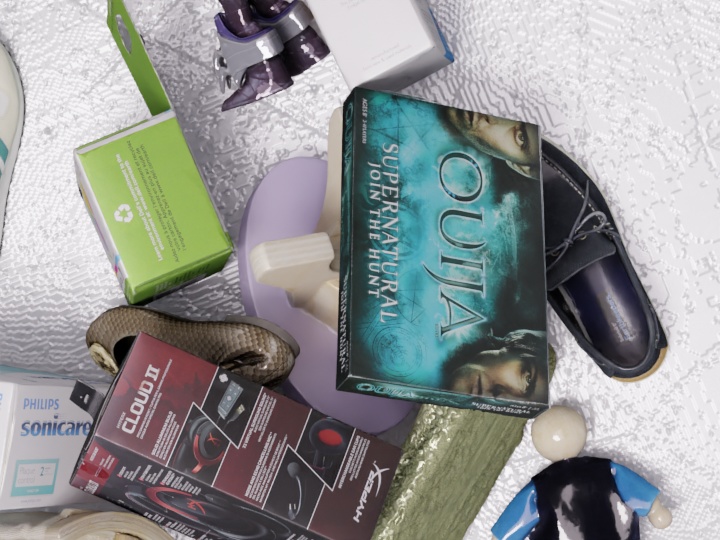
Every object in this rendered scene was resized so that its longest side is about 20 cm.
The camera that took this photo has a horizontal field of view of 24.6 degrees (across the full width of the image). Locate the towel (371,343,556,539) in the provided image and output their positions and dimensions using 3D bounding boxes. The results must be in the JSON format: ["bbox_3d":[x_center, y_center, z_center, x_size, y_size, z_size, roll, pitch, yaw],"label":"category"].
[{"bbox_3d":[0.059,0.129,1.116,0.036,0.148,0.201,32,96,24],"label":"towel"}]

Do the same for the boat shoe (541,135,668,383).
[{"bbox_3d":[0.148,-0.012,1.138,0.074,0.062,0.201,-31,86,9],"label":"boat shoe"}]

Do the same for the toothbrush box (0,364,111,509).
[{"bbox_3d":[-0.278,0.104,1.130,0.199,0.146,0.086,6,88,24],"label":"toothbrush box"}]

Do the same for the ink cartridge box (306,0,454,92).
[{"bbox_3d":[-0.013,-0.222,1.125,0.068,0.115,0.201,-26,88,9],"label":"ink cartridge box"}]

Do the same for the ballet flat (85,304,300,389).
[{"bbox_3d":[-0.121,0.060,1.097,0.199,0.067,0.046,1,53,43],"label":"ballet flat"}]

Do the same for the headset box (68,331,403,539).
[{"bbox_3d":[-0.092,0.120,1.044,0.199,0.149,0.075,24,67,-6],"label":"headset box"}]

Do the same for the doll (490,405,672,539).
[{"bbox_3d":[0.151,0.194,1.151,0.136,0.048,0.201,-10,91,7],"label":"doll"}]

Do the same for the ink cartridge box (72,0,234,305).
[{"bbox_3d":[-0.162,-0.083,1.128,0.075,0.148,0.201,-24,88,-10],"label":"ink cartridge box"}]

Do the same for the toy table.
[{"bbox_3d":[0.000,0.000,1.102,0.183,0.117,0.201,-22,79,-29],"label":"toy table"}]

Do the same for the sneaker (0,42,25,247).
[{"bbox_3d":[-0.292,-0.080,1.179,0.070,0.093,0.201,7,93,7],"label":"sneaker"}]

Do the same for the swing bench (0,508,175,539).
[{"bbox_3d":[-0.216,0.256,1.127,0.198,0.129,0.201,-6,89,38],"label":"swing bench"}]

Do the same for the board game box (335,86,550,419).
[{"bbox_3d":[0.053,-0.012,1.043,0.135,0.028,0.201,9,64,-18],"label":"board game box"}]

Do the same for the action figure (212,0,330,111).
[{"bbox_3d":[-0.095,-0.218,1.130,0.069,0.130,0.201,-14,108,27],"label":"action figure"}]
